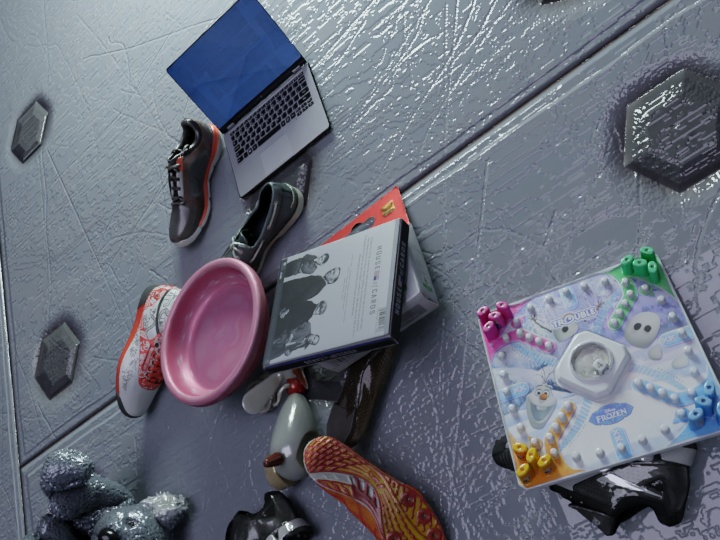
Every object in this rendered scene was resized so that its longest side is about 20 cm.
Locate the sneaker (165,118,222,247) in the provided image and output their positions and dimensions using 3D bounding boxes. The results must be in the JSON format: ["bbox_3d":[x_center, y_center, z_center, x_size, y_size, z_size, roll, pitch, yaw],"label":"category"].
[{"bbox_3d":[-0.280,-0.142,1.171,0.075,0.081,0.206,2,78,35],"label":"sneaker"}]

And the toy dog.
[{"bbox_3d":[-0.100,0.180,0.942,0.132,0.096,0.202,-43,57,17],"label":"toy dog"}]

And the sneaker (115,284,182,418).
[{"bbox_3d":[-0.300,0.123,1.120,0.106,0.067,0.207,2,76,38],"label":"sneaker"}]

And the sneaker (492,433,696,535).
[{"bbox_3d":[0.217,0.202,0.717,0.196,0.066,0.093,-4,72,32],"label":"sneaker"}]

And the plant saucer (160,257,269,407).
[{"bbox_3d":[-0.193,0.087,1.022,0.197,0.050,0.206,-19,59,34],"label":"plant saucer"}]

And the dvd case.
[{"bbox_3d":[-0.031,0.032,0.887,0.197,0.025,0.154,-17,53,36],"label":"dvd case"}]

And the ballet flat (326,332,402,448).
[{"bbox_3d":[0.014,0.121,0.915,0.066,0.046,0.205,10,78,47],"label":"ballet flat"}]

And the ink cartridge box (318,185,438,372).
[{"bbox_3d":[0.000,0.000,0.927,0.159,0.050,0.203,-35,49,23],"label":"ink cartridge box"}]

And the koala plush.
[{"bbox_3d":[-0.344,0.368,1.048,0.194,0.185,0.182,8,68,15],"label":"koala plush"}]

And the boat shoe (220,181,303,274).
[{"bbox_3d":[-0.163,-0.045,1.072,0.201,0.061,0.073,-49,57,15],"label":"boat shoe"}]

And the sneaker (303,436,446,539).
[{"bbox_3d":[0.020,0.258,0.849,0.199,0.077,0.073,41,80,15],"label":"sneaker"}]

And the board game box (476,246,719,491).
[{"bbox_3d":[0.221,0.087,0.719,0.196,0.026,0.203,-22,47,15],"label":"board game box"}]

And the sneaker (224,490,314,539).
[{"bbox_3d":[-0.146,0.358,0.948,0.200,0.066,0.091,-47,53,11],"label":"sneaker"}]

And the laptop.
[{"bbox_3d":[-0.168,-0.253,1.102,0.185,0.115,0.204,-33,60,24],"label":"laptop"}]
